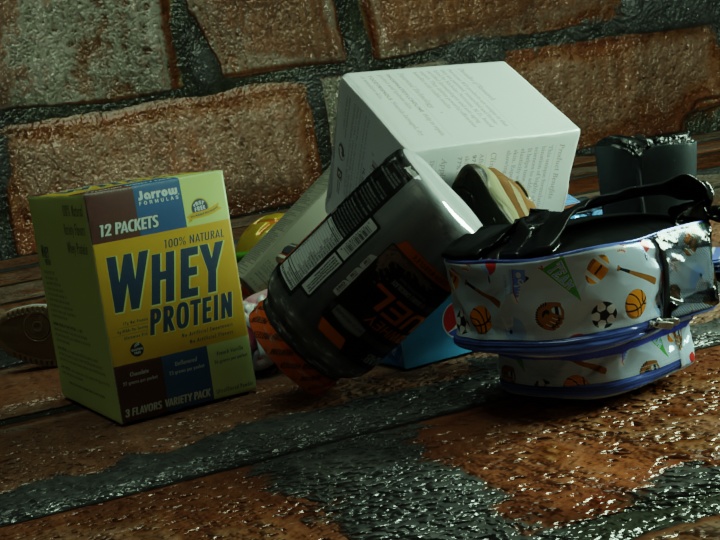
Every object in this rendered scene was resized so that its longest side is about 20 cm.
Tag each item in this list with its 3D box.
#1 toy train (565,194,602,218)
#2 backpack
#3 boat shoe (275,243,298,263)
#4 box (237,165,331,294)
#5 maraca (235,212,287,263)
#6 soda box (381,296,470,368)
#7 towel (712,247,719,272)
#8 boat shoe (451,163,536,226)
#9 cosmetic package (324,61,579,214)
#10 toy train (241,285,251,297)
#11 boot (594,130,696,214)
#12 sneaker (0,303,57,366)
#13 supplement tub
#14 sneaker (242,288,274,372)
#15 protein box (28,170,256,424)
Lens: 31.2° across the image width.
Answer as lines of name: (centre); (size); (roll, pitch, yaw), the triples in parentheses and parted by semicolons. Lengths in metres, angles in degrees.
toy train: (0.224, -0.041, 1.495); (0.198, 0.088, 0.114); (-15, 40, -39)
backpack: (0.159, 0.018, 0.988); (0.189, 0.157, 0.199); (-4, -4, -42)
boat shoe: (0.000, 0.000, 1.420); (0.198, 0.063, 0.071); (16, -19, 25)
box: (-0.059, -0.040, 1.571); (0.200, 0.078, 0.095); (-46, 14, -6)
maraca: (-0.110, -0.026, 1.819); (0.135, 0.109, 0.200); (-3, 2, 0)
soda box: (0.106, 0.036, 1.227); (0.198, 0.069, 0.064); (-13, 9, -28)
towel: (0.420, -0.011, 1.433); (0.197, 0.024, 0.145); (-5, 6, 18)
boat shoe: (0.151, -0.018, 1.179); (0.073, 0.202, 0.076); (1, -37, -34)
cosmetic package: (0.090, -0.100, 1.330); (0.197, 0.169, 0.167); (-8, 36, -25)
toy train: (-0.208, 0.035, 1.683); (0.197, 0.057, 0.150); (-3, 7, 16)
boot: (0.262, -0.055, 1.354); (0.197, 0.171, 0.076); (-6, 8, 27)
sneaker: (-0.321, 0.063, 1.513); (0.197, 0.071, 0.109); (-2, 12, -1)
supplement tub: (0.006, 0.005, 1.099); (0.200, 0.123, 0.123); (-44, 1, 11)
sneaker: (-0.063, 0.043, 1.242); (0.199, 0.076, 0.104); (-31, -4, 35)
protein box: (-0.209, 0.018, 1.216); (0.133, 0.203, 0.198); (-12, 8, -27)
